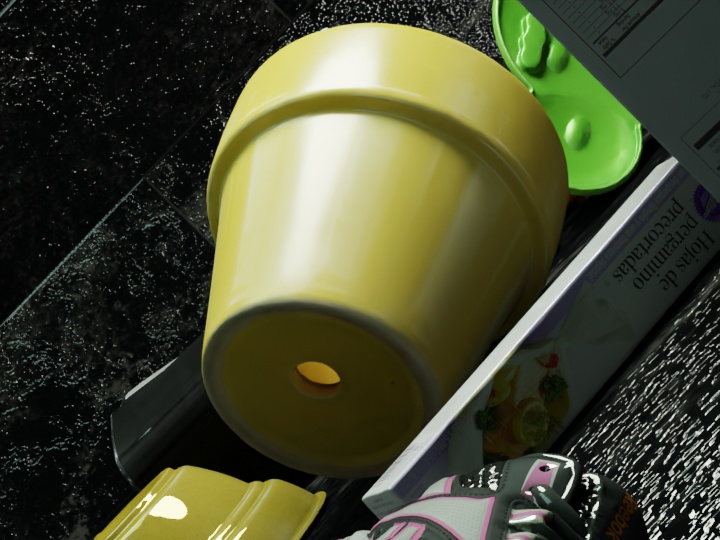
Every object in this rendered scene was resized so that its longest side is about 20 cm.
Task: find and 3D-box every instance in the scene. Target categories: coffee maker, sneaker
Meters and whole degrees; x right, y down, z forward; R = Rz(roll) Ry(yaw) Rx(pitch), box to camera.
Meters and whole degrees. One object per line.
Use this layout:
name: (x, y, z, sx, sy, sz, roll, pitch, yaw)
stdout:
coffee maker: (-0.074, 0.085, 1.422, 0.200, 0.135, 0.192, -46, 3, 14)
sneaker: (0.033, 0.081, 0.508, 0.086, 0.081, 0.200, -35, 8, 0)

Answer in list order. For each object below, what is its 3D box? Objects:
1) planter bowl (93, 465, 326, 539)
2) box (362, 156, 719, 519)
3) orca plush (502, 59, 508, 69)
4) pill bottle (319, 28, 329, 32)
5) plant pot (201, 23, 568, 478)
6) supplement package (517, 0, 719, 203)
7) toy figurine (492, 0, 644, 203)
planter bowl: (-0.118, 0.179, 1.240, 0.200, 0.083, 0.200, -45, 3, 3)
box: (0.081, 0.033, 0.829, 0.200, 0.039, 0.041, -47, 4, -20)
orca plush: (0.245, -0.256, 2.232, 0.199, 0.106, 0.071, -21, 31, -28)
pill bottle: (0.017, -0.049, 1.297, 0.116, 0.200, 0.116, -46, 2, 2)
plant pot: (0.000, 0.000, 1.115, 0.201, 0.200, 0.189, -43, 18, 41)
supplement package: (0.145, -0.148, 0.812, 0.151, 0.200, 0.152, -45, 2, 22)
toy figurine: (0.138, -0.097, 1.376, 0.184, 0.149, 0.201, 110, 176, -63)
